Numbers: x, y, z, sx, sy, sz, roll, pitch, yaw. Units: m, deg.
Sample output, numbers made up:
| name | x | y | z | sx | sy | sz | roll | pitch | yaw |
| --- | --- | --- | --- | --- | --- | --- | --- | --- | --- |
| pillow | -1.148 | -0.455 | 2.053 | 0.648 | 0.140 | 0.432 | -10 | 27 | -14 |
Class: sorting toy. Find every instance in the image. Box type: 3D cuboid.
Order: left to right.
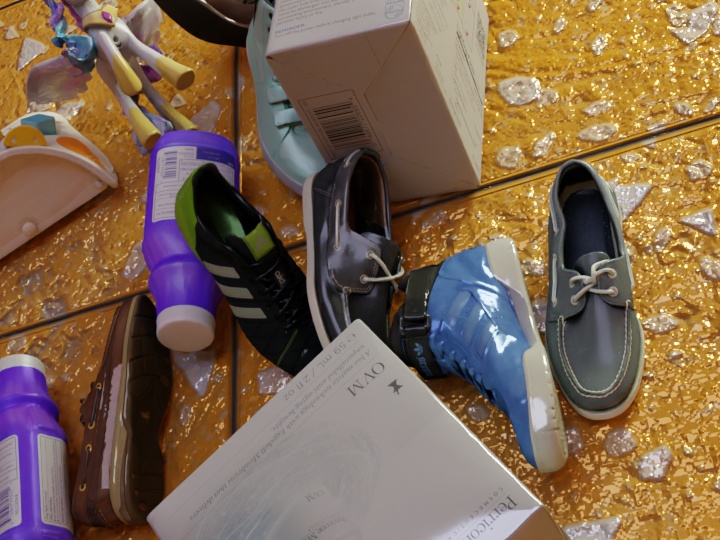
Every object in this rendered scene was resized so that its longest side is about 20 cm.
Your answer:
| name | x | y | z | sx | sy | sz | roll | pitch | yaw |
| --- | --- | --- | --- | --- | --- | --- | --- | --- | --- |
| sorting toy | -0.361 | -0.102 | 1.150 | 0.198 | 0.108 | 0.181 | -33 | 30 | 1 |

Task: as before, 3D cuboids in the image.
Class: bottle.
| name | x | y | z | sx | sy | sz | roll | pitch | yaw |
| --- | --- | --- | --- | --- | --- | --- | --- | --- | --- |
| bottle | -0.276 | 0.162 | 0.920 | 0.083 | 0.065 | 0.202 | -44 | 44 | 28 |
| bottle | -0.147 | -0.028 | 0.978 | 0.082 | 0.066 | 0.203 | 3 | 54 | -10 |

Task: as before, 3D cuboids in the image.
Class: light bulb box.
| name | x | y | z | sx | sy | sz | roll | pitch | yaw |
| --- | --- | --- | --- | --- | --- | --- | --- | --- | --- |
| light bulb box | 0.024 | -0.197 | 0.943 | 0.123 | 0.199 | 0.203 | -7 | 53 | 19 |

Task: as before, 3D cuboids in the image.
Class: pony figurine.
| name | x | y | z | sx | sy | sz | roll | pitch | yaw |
| --- | --- | --- | --- | --- | --- | --- | --- | --- | --- |
| pony figurine | -0.238 | -0.207 | 1.099 | 0.166 | 0.194 | 0.201 | -36 | 75 | -18 |

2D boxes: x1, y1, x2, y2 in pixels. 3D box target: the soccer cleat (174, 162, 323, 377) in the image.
| name | x | y | z | sx | sy | sz | roll | pitch | yaw |
| --- | --- | --- | --- | --- | --- | --- | --- | --- | --- |
| soccer cleat | -0.077 | 0.005 | 0.882 | 0.067 | 0.081 | 0.201 | -37 | 83 | -24 |

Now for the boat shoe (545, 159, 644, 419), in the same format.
| name | x | y | z | sx | sy | sz | roll | pitch | yaw |
| --- | --- | --- | --- | --- | --- | --- | --- | --- | --- |
| boat shoe | 0.163 | 0.008 | 0.820 | 0.072 | 0.062 | 0.203 | -9 | 54 | 20 |

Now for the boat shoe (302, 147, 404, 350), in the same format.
| name | x | y | z | sx | sy | sz | roll | pitch | yaw |
| --- | --- | --- | --- | --- | --- | --- | --- | --- | --- |
| boat shoe | 0.000 | 0.000 | 0.879 | 0.067 | 0.071 | 0.203 | -24 | 60 | 33 |

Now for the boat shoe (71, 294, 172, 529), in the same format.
| name | x | y | z | sx | sy | sz | roll | pitch | yaw |
| --- | --- | --- | --- | --- | --- | --- | --- | --- | --- |
| boat shoe | -0.199 | 0.111 | 0.919 | 0.066 | 0.072 | 0.203 | -12 | 56 | 15 |

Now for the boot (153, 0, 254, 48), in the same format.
| name | x | y | z | sx | sy | sz | roll | pitch | yaw |
| --- | --- | --- | --- | --- | --- | --- | --- | --- | --- |
| boot | -0.098 | -0.317 | 1.136 | 0.184 | 0.064 | 0.202 | 28 | 70 | -6 |

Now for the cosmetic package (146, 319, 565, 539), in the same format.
| name | x | y | z | sx | sy | sz | roll | pitch | yaw |
| --- | --- | --- | --- | --- | --- | --- | --- | --- | --- |
| cosmetic package | 0.001 | 0.181 | 0.741 | 0.199 | 0.123 | 0.200 | -42 | 51 | -7 |

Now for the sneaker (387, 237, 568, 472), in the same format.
| name | x | y | z | sx | sy | sz | roll | pitch | yaw |
| --- | --- | --- | --- | --- | --- | --- | --- | --- | --- |
| sneaker | 0.078 | 0.067 | 0.808 | 0.109 | 0.077 | 0.202 | -16 | 48 | 8 |

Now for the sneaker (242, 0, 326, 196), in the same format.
| name | x | y | z | sx | sy | sz | roll | pitch | yaw |
| --- | --- | --- | --- | --- | --- | --- | --- | --- | --- |
| sneaker | -0.058 | -0.168 | 0.991 | 0.072 | 0.119 | 0.203 | -14 | 67 | -15 |
